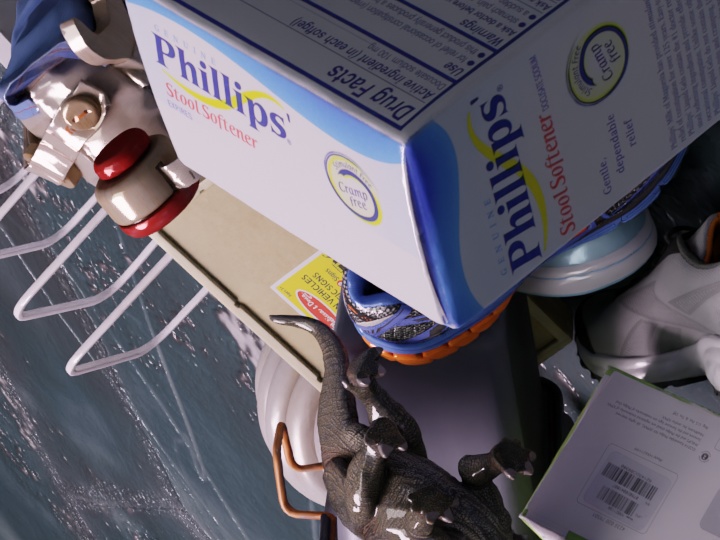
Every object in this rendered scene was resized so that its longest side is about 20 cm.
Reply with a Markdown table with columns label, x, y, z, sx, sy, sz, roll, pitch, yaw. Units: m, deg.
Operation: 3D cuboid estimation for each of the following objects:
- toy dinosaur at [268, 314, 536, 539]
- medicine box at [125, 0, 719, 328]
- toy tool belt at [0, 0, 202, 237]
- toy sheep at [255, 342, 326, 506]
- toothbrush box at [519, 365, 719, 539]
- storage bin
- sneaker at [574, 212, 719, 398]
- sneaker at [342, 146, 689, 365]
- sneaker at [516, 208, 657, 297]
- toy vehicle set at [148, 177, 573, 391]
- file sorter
| label | x | y | z | sx | sy | sz | roll | pitch | yaw |
| --- | --- | --- | --- | --- | --- | --- | --- | --- | --- |
| toy dinosaur | 0.019 | 0.099 | 1.274 | 0.199 | 0.077 | 0.103 | 33 | 142 | 18 |
| medicine box | 0.039 | -0.102 | 1.181 | 0.182 | 0.200 | 0.103 | 32 | 151 | 41 |
| toy tool belt | -0.135 | -0.104 | 1.442 | 0.123 | 0.125 | 0.200 | 49 | -166 | -22 |
| toy sheep | 0.003 | 0.077 | 1.654 | 0.200 | 0.138 | 0.138 | 28 | 149 | 59 |
| toothbrush box | 0.183 | 0.143 | 1.342 | 0.145 | 0.086 | 0.200 | 25 | 168 | 34 |
| storage bin | 0.028 | 0.058 | 1.404 | 0.200 | 0.144 | 0.135 | -81 | -15 | -64 |
| sneaker | 0.158 | 0.013 | 1.327 | 0.200 | 0.074 | 0.080 | -3 | 101 | 67 |
| sneaker | 0.069 | -0.035 | 1.255 | 0.075 | 0.200 | 0.078 | 46 | -171 | 17 |
| sneaker | 0.055 | -0.075 | 1.340 | 0.200 | 0.079 | 0.131 | 37 | 156 | 51 |
| toy vehicle set | 0.000 | 0.000 | 1.488 | 0.200 | 0.124 | 0.027 | 44 | -153 | -25 |
| file sorter | -0.173 | -0.051 | 1.730 | 0.200 | 0.125 | 0.139 | 47 | -161 | 11 |
